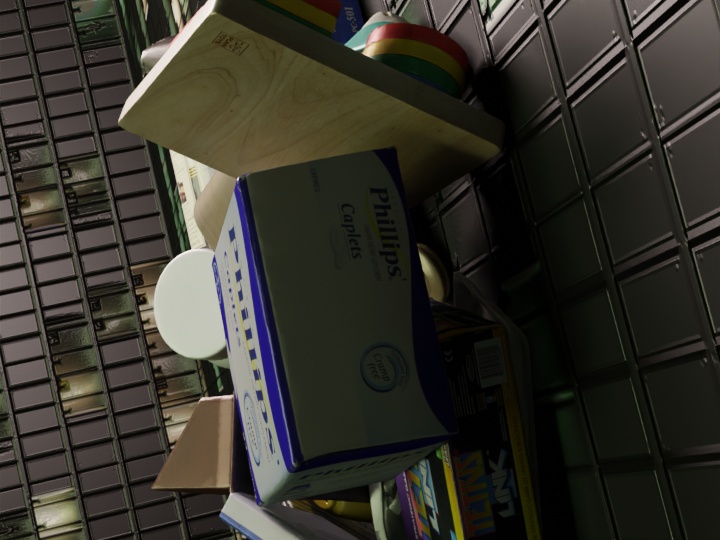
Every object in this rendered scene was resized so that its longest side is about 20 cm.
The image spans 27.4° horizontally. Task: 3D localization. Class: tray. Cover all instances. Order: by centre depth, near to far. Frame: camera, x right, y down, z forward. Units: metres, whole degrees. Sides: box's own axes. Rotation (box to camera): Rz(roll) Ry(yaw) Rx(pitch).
[{"bbox_3d":[0.098,0.107,1.008,0.107,0.022,0.201,-127,27,-64],"label":"tray"}]

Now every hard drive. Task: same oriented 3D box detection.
[{"bbox_3d":[0.011,0.219,1.021,0.200,0.025,0.132,27,178,34],"label":"hard drive"}]

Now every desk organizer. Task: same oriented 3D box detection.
[{"bbox_3d":[-0.069,0.140,1.136,0.200,0.077,0.072,18,-111,-57],"label":"desk organizer"}]

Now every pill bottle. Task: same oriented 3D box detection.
[{"bbox_3d":[-0.091,0.033,1.349,0.200,0.114,0.115,5,-113,-60],"label":"pill bottle"}]

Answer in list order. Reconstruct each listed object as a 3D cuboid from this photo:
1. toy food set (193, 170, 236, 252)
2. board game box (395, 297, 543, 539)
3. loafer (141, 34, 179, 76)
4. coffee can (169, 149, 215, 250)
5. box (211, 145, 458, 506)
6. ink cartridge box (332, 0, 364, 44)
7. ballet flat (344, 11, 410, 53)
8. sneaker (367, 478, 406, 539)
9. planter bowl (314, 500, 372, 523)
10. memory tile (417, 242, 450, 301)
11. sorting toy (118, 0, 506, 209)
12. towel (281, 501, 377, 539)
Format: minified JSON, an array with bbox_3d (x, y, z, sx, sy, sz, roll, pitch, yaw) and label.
[{"bbox_3d":[-0.046,-0.024,1.179,0.200,0.060,0.144,54,141,10],"label":"toy food set"},{"bbox_3d":[0.064,0.127,0.999,0.165,0.057,0.201,-164,62,-75],"label":"board game box"},{"bbox_3d":[-0.127,-0.168,1.282,0.200,0.071,0.073,30,-104,-70],"label":"loafer"},{"bbox_3d":[-0.114,-0.112,1.454,0.146,0.146,0.201,144,114,-77],"label":"coffee can"},{"bbox_3d":[-0.025,0.044,0.956,0.200,0.105,0.185,124,136,-71],"label":"box"},{"bbox_3d":[-0.033,-0.170,1.272,0.200,0.044,0.094,116,141,-71],"label":"ink cartridge box"},{"bbox_3d":[0.005,-0.146,1.057,0.200,0.067,0.071,-27,45,60],"label":"ballet flat"},{"bbox_3d":[0.053,0.169,1.156,0.087,0.076,0.201,5,119,56],"label":"sneaker"},{"bbox_3d":[-0.009,0.155,1.301,0.200,0.083,0.201,45,144,47],"label":"planter bowl"},{"bbox_3d":[0.000,0.000,1.188,0.200,0.017,0.154,41,147,33],"label":"memory tile"},{"bbox_3d":[-0.031,-0.116,0.965,0.200,0.198,0.070,-30,40,61],"label":"sorting toy"},{"bbox_3d":[-0.003,0.275,1.319,0.200,0.035,0.193,39,-167,-45],"label":"towel"}]
